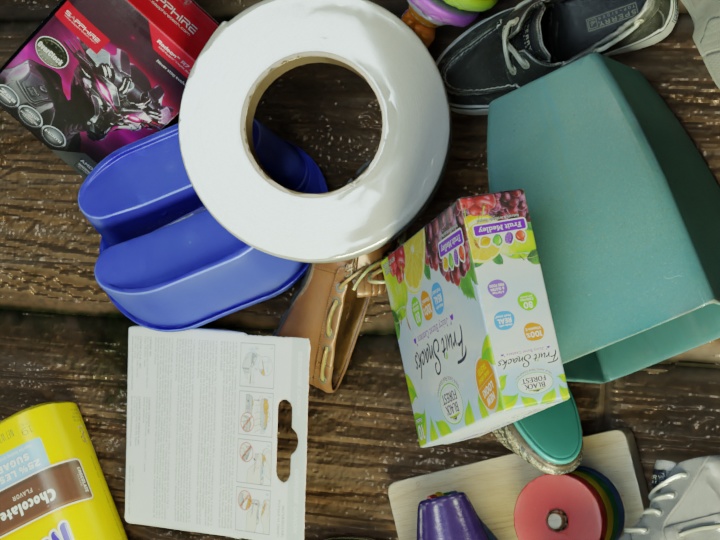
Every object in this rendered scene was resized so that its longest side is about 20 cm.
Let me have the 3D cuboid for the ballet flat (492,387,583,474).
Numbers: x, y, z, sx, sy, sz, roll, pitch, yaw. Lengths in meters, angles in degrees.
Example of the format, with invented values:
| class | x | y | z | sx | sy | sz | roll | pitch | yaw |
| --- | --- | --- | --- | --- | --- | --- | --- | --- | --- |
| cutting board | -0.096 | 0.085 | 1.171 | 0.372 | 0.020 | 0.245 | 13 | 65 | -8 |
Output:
| class | x | y | z | sx | sy | sz | roll | pitch | yaw |
| --- | --- | --- | --- | --- | --- | --- | --- | --- | --- |
| ballet flat | 0.105 | 0.072 | 1.480 | 0.075 | 0.068 | 0.200 | -56 | 50 | 51 |

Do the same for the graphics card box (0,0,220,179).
| class | x | y | z | sx | sy | sz | roll | pitch | yaw |
| --- | --- | --- | --- | --- | --- | --- | --- | --- | --- |
| graphics card box | -0.197 | -0.158 | 1.574 | 0.125 | 0.051 | 0.200 | 41 | 139 | -13 |

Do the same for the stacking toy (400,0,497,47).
| class | x | y | z | sx | sy | sz | roll | pitch | yaw |
| --- | --- | --- | --- | --- | --- | --- | --- | --- | --- |
| stacking toy | 0.072 | -0.222 | 1.489 | 0.110 | 0.116 | 0.200 | 46 | 123 | 14 |

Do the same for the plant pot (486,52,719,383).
| class | x | y | z | sx | sy | sz | roll | pitch | yaw |
| --- | --- | --- | --- | --- | --- | --- | --- | --- | --- |
| plant pot | 0.175 | -0.040 | 1.406 | 0.141 | 0.141 | 0.200 | -24 | 75 | 25 |

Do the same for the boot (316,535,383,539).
| class | x | y | z | sx | sy | sz | roll | pitch | yaw |
| --- | --- | --- | --- | --- | --- | --- | --- | --- | --- |
| boot | -0.069 | 0.257 | 1.553 | 0.200 | 0.097 | 0.075 | -22 | 81 | 26 |

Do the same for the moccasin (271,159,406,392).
| class | x | y | z | sx | sy | sz | roll | pitch | yaw |
| --- | --- | --- | --- | --- | --- | --- | --- | --- | --- |
| moccasin | -0.001 | 0.000 | 1.530 | 0.078 | 0.074 | 0.202 | 31 | 104 | 19 |

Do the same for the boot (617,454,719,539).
| class | x | y | z | sx | sy | sz | roll | pitch | yaw |
| --- | --- | --- | --- | --- | --- | --- | --- | --- | --- |
| boot | 0.209 | 0.180 | 1.390 | 0.200 | 0.074 | 0.096 | -8 | 77 | -14 |

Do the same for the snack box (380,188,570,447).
| class | x | y | z | sx | sy | sz | roll | pitch | yaw |
| --- | --- | --- | --- | --- | --- | --- | --- | --- | --- |
| snack box | 0.074 | 0.038 | 1.373 | 0.053 | 0.200 | 0.143 | -11 | 81 | -16 |

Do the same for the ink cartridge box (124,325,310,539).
| class | x | y | z | sx | sy | sz | roll | pitch | yaw |
| --- | --- | --- | --- | --- | --- | --- | --- | --- | --- |
| ink cartridge box | -0.103 | 0.127 | 1.576 | 0.200 | 0.057 | 0.163 | 2 | 90 | 37 |

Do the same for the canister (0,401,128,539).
| class | x | y | z | sx | sy | sz | roll | pitch | yaw |
| --- | --- | --- | --- | --- | --- | --- | --- | --- | --- |
| canister | -0.263 | 0.226 | 1.660 | 0.148 | 0.087 | 0.200 | -29 | 76 | 24 |

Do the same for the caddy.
| class | x | y | z | sx | sy | sz | roll | pitch | yaw |
| --- | --- | --- | --- | --- | --- | --- | --- | --- | --- |
| caddy | -0.123 | -0.036 | 1.574 | 0.200 | 0.105 | 0.142 | -21 | 67 | 12 |

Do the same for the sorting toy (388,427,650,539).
| class | x | y | z | sx | sy | sz | roll | pitch | yaw |
| --- | --- | --- | --- | --- | --- | --- | --- | --- | --- |
| sorting toy | 0.120 | 0.234 | 1.471 | 0.200 | 0.070 | 0.199 | -17 | 83 | 27 |

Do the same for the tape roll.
| class | x | y | z | sx | sy | sz | roll | pitch | yaw |
| --- | --- | --- | --- | --- | --- | --- | --- | --- | --- |
| tape roll | -0.033 | -0.106 | 1.473 | 0.202 | 0.037 | 0.203 | 0 | 89 | 5 |

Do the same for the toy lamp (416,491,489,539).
| class | x | y | z | sx | sy | sz | roll | pitch | yaw |
| --- | --- | --- | --- | --- | --- | --- | --- | --- | --- |
| toy lamp | 0.080 | 0.258 | 1.422 | 0.058 | 0.058 | 0.200 | -17 | 84 | 26 |

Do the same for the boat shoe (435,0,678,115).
| class | x | y | z | sx | sy | sz | roll | pitch | yaw |
| --- | --- | --- | --- | --- | --- | --- | --- | --- | --- |
| boat shoe | 0.131 | -0.170 | 1.466 | 0.200 | 0.064 | 0.071 | -22 | 80 | 26 |

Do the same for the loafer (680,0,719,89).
| class | x | y | z | sx | sy | sz | roll | pitch | yaw |
| --- | --- | --- | --- | --- | --- | --- | --- | --- | --- |
| loafer | 0.255 | -0.215 | 1.413 | 0.072 | 0.063 | 0.200 | -37 | 68 | 57 |
